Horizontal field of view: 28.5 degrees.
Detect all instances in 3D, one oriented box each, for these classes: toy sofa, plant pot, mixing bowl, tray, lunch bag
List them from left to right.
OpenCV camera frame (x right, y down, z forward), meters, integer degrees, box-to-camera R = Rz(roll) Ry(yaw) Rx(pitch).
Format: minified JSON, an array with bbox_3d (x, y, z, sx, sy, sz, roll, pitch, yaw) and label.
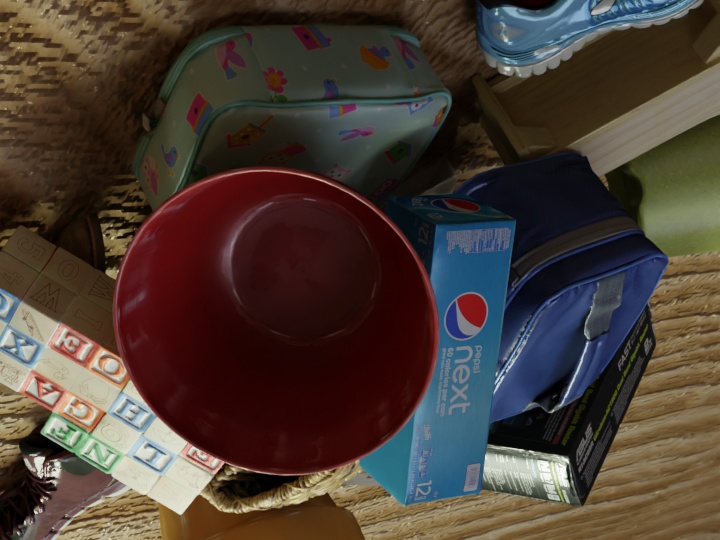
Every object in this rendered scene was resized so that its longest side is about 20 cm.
[{"bbox_3d":[-0.112,0.232,1.346,0.200,0.183,0.200,-19,155,-9],"label":"plant pot"},{"bbox_3d":[-0.053,-0.091,0.959,0.200,0.077,0.160,-7,150,-33],"label":"lunch bag"},{"bbox_3d":[-0.044,0.016,0.901,0.200,0.200,0.108,-37,-169,19],"label":"mixing bowl"},{"bbox_3d":[0.027,-0.044,1.060,0.107,0.022,0.200,-31,-174,5],"label":"tray"},{"bbox_3d":[0.129,0.027,1.064,0.136,0.132,0.200,-16,146,-28],"label":"lunch bag"},{"bbox_3d":[0.193,-0.140,1.087,0.200,0.083,0.098,-29,150,2],"label":"toy sofa"},{"bbox_3d":[0.299,-0.093,1.182,0.184,0.201,0.200,-14,153,0],"label":"plant pot"}]

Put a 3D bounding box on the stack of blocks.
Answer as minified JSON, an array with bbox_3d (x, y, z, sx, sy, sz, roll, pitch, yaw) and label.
[{"bbox_3d":[-0.175,0.070,0.967,0.200,0.059,0.115,32,132,-9],"label":"stack of blocks"}]

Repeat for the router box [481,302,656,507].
[{"bbox_3d":[0.145,0.096,1.189,0.200,0.150,0.062,-56,138,-39],"label":"router box"}]

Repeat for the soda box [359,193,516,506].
[{"bbox_3d":[0.050,0.052,0.958,0.064,0.068,0.200,-3,110,-28],"label":"soda box"}]

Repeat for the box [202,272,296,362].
[{"bbox_3d":[-0.076,0.052,1.032,0.048,0.200,0.122,-56,-167,-10],"label":"box"}]

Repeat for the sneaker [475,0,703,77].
[{"bbox_3d":[0.167,-0.206,0.959,0.200,0.078,0.090,-29,150,3],"label":"sneaker"}]

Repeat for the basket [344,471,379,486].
[{"bbox_3d":[0.003,0.119,1.327,0.136,0.123,0.200,-41,150,26],"label":"basket"}]

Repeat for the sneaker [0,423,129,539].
[{"bbox_3d":[-0.292,0.188,1.252,0.200,0.076,0.116,-37,148,-3],"label":"sneaker"}]

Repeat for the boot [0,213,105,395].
[{"bbox_3d":[-0.236,0.031,1.023,0.075,0.074,0.200,6,141,-28],"label":"boot"}]

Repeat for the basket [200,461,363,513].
[{"bbox_3d":[-0.070,0.111,1.168,0.200,0.143,0.149,-41,152,23],"label":"basket"}]
